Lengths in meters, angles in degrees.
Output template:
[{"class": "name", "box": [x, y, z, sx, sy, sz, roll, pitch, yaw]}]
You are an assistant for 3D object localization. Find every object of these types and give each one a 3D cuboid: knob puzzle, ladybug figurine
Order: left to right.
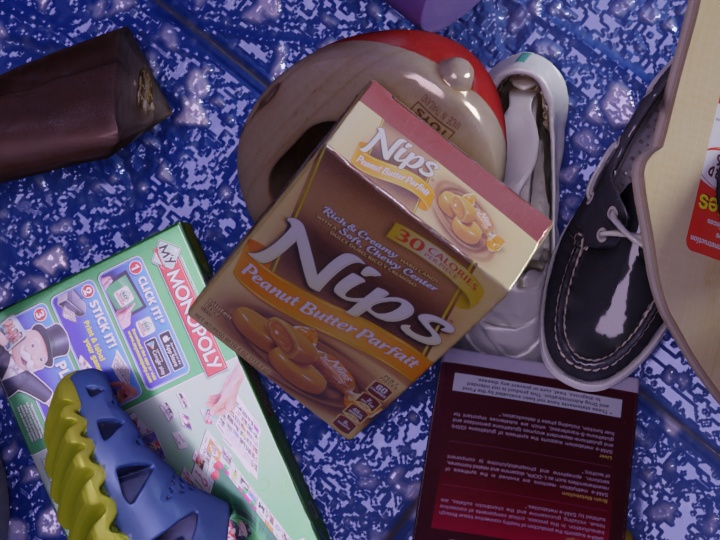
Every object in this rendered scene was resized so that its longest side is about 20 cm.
[{"class": "ladybug figurine", "box": [0.012, -0.065, 1.208, 0.136, 0.200, 0.072, 40, 54, -10]}, {"class": "knob puzzle", "box": [0.208, -0.026, 1.186, 0.218, 0.030, 0.222, -3, 95, -35]}]

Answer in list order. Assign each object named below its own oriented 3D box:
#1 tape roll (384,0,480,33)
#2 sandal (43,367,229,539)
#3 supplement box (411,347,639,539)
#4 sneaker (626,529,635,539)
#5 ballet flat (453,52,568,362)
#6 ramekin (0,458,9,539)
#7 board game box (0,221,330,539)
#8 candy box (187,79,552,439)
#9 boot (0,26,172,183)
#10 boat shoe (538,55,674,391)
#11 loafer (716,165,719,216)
[{"class": "tape roll", "box": [0.062, -0.226, 1.180, 0.085, 0.200, 0.200, 38, 94, 9]}, {"class": "sandal", "box": [-0.108, 0.143, 1.241, 0.087, 0.080, 0.201, -21, 79, -23]}, {"class": "supplement box", "box": [0.079, 0.144, 1.170, 0.108, 0.061, 0.201, 9, 55, 3]}, {"class": "sneaker", "box": [0.060, 0.178, 1.239, 0.198, 0.078, 0.083, -5, 80, 1]}, {"class": "ballet flat", "box": [0.079, -0.019, 1.240, 0.069, 0.069, 0.202, 3, 89, 9]}, {"class": "ramekin", "box": [-0.292, 0.134, 1.280, 0.199, 0.098, 0.202, 0, 88, 9]}, {"class": "board game box", "box": [-0.116, 0.092, 1.287, 0.134, 0.029, 0.201, -25, 85, 7]}, {"class": "candy box", "box": [0.000, 0.000, 1.182, 0.115, 0.200, 0.055, 37, 56, -4]}, {"class": "boot", "box": [-0.203, -0.051, 1.249, 0.198, 0.064, 0.187, -11, 45, 8]}, {"class": "boat shoe", "box": [0.152, -0.033, 1.202, 0.074, 0.060, 0.201, 29, 75, 10]}, {"class": "loafer", "box": [0.273, -0.060, 1.164, 0.199, 0.072, 0.073, -30, 110, -28]}]
